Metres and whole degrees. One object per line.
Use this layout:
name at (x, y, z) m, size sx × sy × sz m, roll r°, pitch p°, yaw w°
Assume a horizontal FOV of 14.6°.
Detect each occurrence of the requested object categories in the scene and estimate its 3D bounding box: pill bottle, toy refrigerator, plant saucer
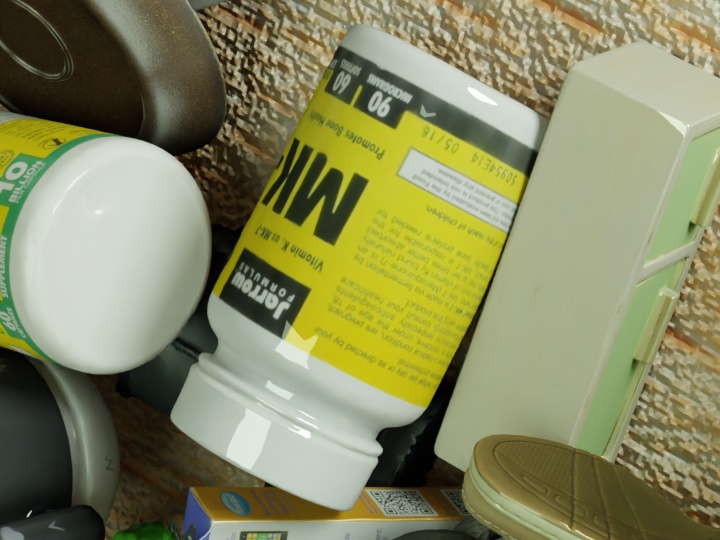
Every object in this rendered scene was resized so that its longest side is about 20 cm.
pill bottle at (-0.174, -0.021, 1.378) m, size 0.199 × 0.112 × 0.114 m, roll 14°, pitch 111°, yaw 48°
toy refrigerator at (0.107, 0.005, 1.273) m, size 0.070 × 0.076 × 0.201 m, roll 28°, pitch 115°, yaw 22°
plant saucer at (-0.154, -0.121, 1.360) m, size 0.200 × 0.032 × 0.201 m, roll 31°, pitch 152°, yaw 18°
pill bottle at (0.000, 0.000, 1.277) m, size 0.114 × 0.114 × 0.201 m, roll 28°, pitch 92°, yaw 22°

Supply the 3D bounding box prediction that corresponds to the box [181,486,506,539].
box at (-0.014, 0.162, 1.327) m, size 0.041 × 0.199 × 0.120 m, roll -129°, pitch 47°, yaw -61°

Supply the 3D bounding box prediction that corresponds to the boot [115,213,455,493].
boot at (-0.053, 0.087, 1.393) m, size 0.162 × 0.073 × 0.199 m, roll 33°, pitch 110°, yaw 18°

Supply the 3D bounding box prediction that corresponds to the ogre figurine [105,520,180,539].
ogre figurine at (-0.140, 0.207, 1.462) m, size 0.199 × 0.098 × 0.121 m, roll -24°, pitch 85°, yaw 30°

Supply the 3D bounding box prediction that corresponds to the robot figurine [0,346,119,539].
robot figurine at (-0.210, 0.101, 1.366) m, size 0.125 × 0.199 × 0.151 m, roll -39°, pitch 69°, yaw 38°

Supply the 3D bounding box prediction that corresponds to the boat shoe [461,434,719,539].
boat shoe at (0.124, 0.141, 1.253) m, size 0.199 × 0.074 × 0.067 m, roll 28°, pitch 118°, yaw -14°

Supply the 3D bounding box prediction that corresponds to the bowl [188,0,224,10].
bowl at (-0.124, -0.216, 1.349) m, size 0.200 × 0.090 × 0.202 m, roll 9°, pitch 107°, yaw 29°

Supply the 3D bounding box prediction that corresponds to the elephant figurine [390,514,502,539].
elephant figurine at (0.040, 0.211, 1.230) m, size 0.200 × 0.141 × 0.156 m, roll -134°, pitch 48°, yaw -57°
